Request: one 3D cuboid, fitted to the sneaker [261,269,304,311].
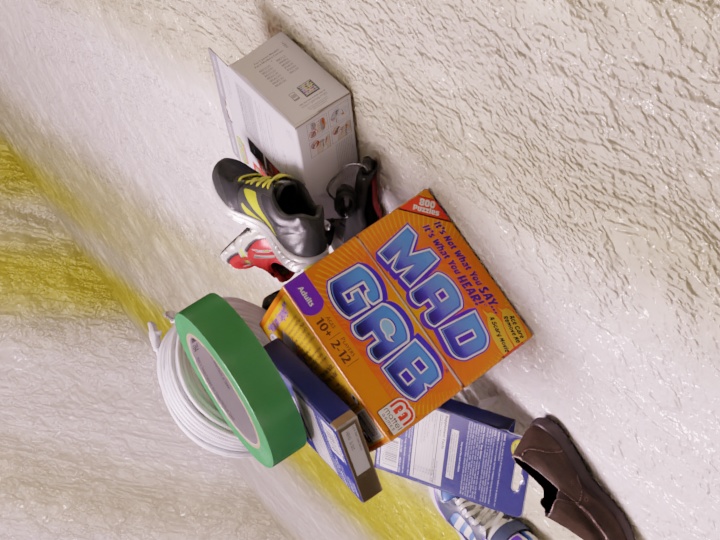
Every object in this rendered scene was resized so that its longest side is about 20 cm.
[{"bbox_3d":[-0.067,0.028,1.763,0.076,0.115,0.199,27,174,12],"label":"sneaker"}]

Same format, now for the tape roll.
[{"bbox_3d":[-0.134,0.122,1.505,0.201,0.048,0.201,50,161,25],"label":"tape roll"}]

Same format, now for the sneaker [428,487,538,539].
[{"bbox_3d":[0.182,0.339,1.838,0.146,0.080,0.201,-3,117,60],"label":"sneaker"}]

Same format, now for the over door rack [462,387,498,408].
[{"bbox_3d":[0.063,0.166,1.708,0.200,0.066,0.148,35,127,26],"label":"over door rack"}]

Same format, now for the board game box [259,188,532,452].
[{"bbox_3d":[0.032,0.067,1.530,0.200,0.199,0.200,54,163,4],"label":"board game box"}]

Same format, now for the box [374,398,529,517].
[{"bbox_3d":[0.115,0.216,1.652,0.199,0.032,0.122,18,122,21],"label":"box"}]

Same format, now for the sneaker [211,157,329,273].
[{"bbox_3d":[-0.099,-0.084,1.572,0.200,0.074,0.085,40,138,30],"label":"sneaker"}]

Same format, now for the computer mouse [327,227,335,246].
[{"bbox_3d":[-0.074,-0.099,1.743,0.200,0.046,0.142,25,114,60],"label":"computer mouse"}]

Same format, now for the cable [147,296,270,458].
[{"bbox_3d":[-0.151,0.128,1.669,0.069,0.199,0.201,-46,49,47],"label":"cable"}]

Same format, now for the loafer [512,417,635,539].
[{"bbox_3d":[0.239,0.266,1.554,0.201,0.071,0.073,55,162,4],"label":"loafer"}]

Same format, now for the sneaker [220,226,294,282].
[{"bbox_3d":[-0.120,-0.019,1.722,0.085,0.077,0.200,50,164,-3],"label":"sneaker"}]

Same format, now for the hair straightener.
[{"bbox_3d":[-0.007,-0.067,1.599,0.041,0.077,0.200,50,162,20],"label":"hair straightener"}]

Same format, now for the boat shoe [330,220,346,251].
[{"bbox_3d":[0.000,0.000,1.715,0.200,0.067,0.074,46,159,30],"label":"boat shoe"}]

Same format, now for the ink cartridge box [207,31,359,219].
[{"bbox_3d":[-0.087,-0.171,1.610,0.176,0.084,0.201,45,159,29],"label":"ink cartridge box"}]

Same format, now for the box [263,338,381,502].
[{"bbox_3d":[-0.053,0.155,1.500,0.200,0.032,0.122,39,155,45],"label":"box"}]
